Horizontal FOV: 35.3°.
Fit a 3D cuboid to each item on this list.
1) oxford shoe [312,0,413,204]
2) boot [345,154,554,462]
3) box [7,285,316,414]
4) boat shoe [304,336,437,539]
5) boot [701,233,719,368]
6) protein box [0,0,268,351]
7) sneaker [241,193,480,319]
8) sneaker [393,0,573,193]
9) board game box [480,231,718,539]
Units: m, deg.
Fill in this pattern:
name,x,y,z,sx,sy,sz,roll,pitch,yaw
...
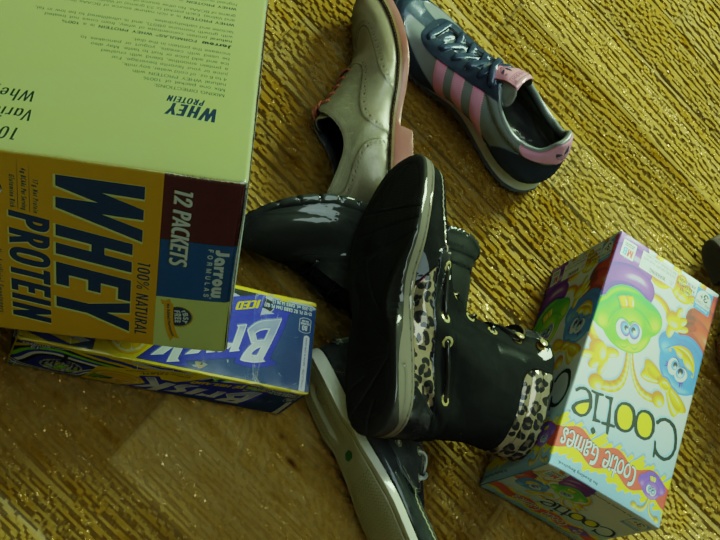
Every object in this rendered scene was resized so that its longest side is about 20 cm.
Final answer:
name,x,y,z,sx,sy,sz,roll,pitch,yaw
oxford shoe,-0.001,-0.139,0.892,0.073,0.071,0.203,2,63,-10
boot,0.068,0.033,0.807,0.149,0.073,0.203,21,62,-34
box,-0.132,0.042,0.772,0.197,0.064,0.071,13,67,-19
boat shoe,0.024,0.140,0.806,0.067,0.072,0.203,-18,78,-28
boot,0.385,0.040,1.009,0.144,0.070,0.203,-4,75,-28
protein box,-0.164,-0.078,0.696,0.195,0.136,0.202,7,43,-7
sneaker,0.000,0.000,0.845,0.197,0.076,0.092,12,74,-19
sneaker,0.102,-0.162,0.939,0.200,0.082,0.070,48,61,-3
board game box,0.187,0.092,0.879,0.104,0.103,0.202,30,63,-12
